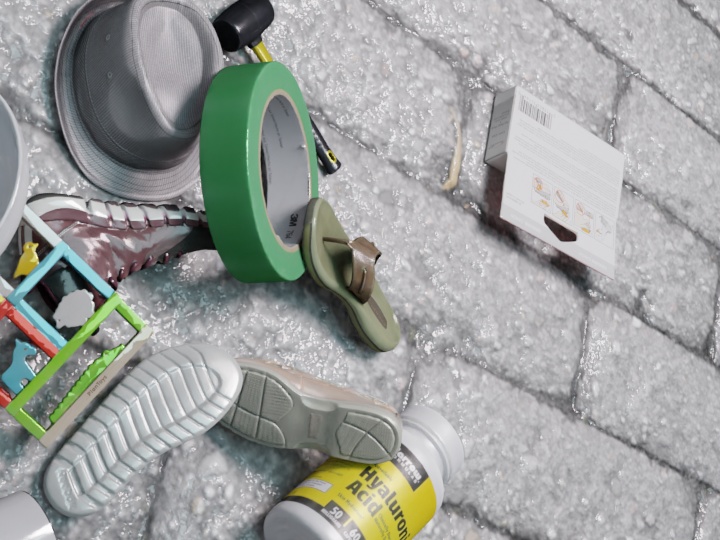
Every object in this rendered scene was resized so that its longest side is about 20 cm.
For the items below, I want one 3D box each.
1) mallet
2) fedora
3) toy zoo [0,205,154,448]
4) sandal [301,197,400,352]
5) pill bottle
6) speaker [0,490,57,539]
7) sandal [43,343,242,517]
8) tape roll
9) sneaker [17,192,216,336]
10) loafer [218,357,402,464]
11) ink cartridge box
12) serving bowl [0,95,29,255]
[{"bbox_3d":[-0.073,-0.193,1.235,0.201,0.041,0.066,52,51,-23],"label":"mallet"},{"bbox_3d":[-0.185,-0.172,1.100,0.175,0.090,0.203,11,72,-36],"label":"fedora"},{"bbox_3d":[-0.283,0.028,0.976,0.200,0.020,0.131,45,77,-11],"label":"toy zoo"},{"bbox_3d":[0.001,0.000,1.194,0.202,0.057,0.080,54,34,-38],"label":"sandal"},{"bbox_3d":[0.010,0.217,1.147,0.199,0.111,0.112,-37,102,-39],"label":"pill bottle"},{"bbox_3d":[-0.328,0.239,0.890,0.199,0.081,0.082,-20,92,-40],"label":"speaker"},{"bbox_3d":[-0.193,0.134,1.048,0.202,0.050,0.083,-36,86,-25],"label":"sandal"},{"bbox_3d":[-0.090,-0.090,1.115,0.200,0.047,0.204,-4,90,-75],"label":"tape roll"},{"bbox_3d":[-0.209,0.000,1.059,0.198,0.075,0.117,5,82,-28],"label":"sneaker"},{"bbox_3d":[-0.056,0.127,1.118,0.197,0.063,0.073,18,107,2],"label":"loafer"},{"bbox_3d":[0.234,-0.100,1.449,0.199,0.044,0.178,26,63,-31],"label":"ink cartridge box"},{"bbox_3d":[-0.340,-0.055,0.915,0.066,0.197,0.203,71,28,-66],"label":"serving bowl"}]
